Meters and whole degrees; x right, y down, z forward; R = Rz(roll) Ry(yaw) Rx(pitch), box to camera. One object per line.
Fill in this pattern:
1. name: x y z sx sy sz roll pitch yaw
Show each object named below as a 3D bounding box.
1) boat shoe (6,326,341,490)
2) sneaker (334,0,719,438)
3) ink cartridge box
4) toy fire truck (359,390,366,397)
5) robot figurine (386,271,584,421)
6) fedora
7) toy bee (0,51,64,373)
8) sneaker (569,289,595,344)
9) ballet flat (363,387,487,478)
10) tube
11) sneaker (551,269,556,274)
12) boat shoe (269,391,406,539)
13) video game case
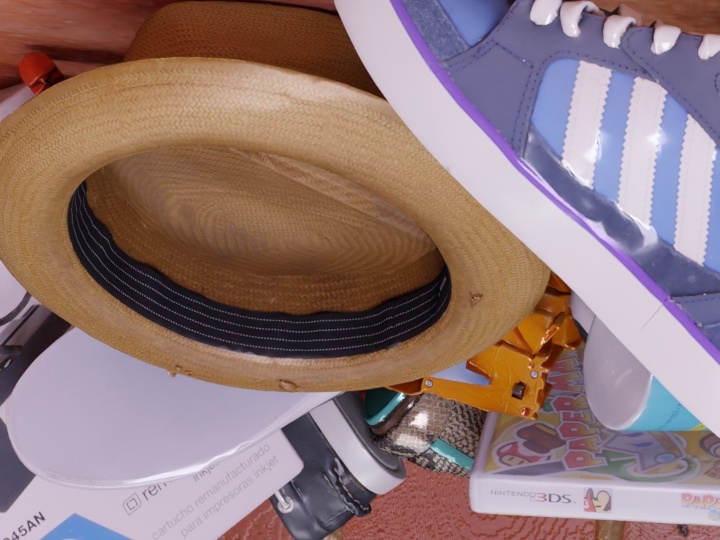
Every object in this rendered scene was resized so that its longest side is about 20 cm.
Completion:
1. boat shoe: -0.038 0.029 1.019 0.200 0.070 0.066 -28 171 -9
2. sneaker: 0.105 -0.059 0.758 0.200 0.146 0.081 48 -162 9
3. ink cartridge box: -0.142 0.043 1.105 0.145 0.200 0.084 -38 -169 -23
4. toy fire truck: -0.042 0.045 1.369 0.200 0.049 0.141 -16 -147 -27
5. robot figurine: 0.000 0.000 1.181 0.200 0.058 0.145 19 -156 10
6. fedora: -0.030 -0.033 0.915 0.200 0.082 0.201 3 147 2
7. toy bee: -0.084 -0.042 1.026 0.200 0.109 0.131 -18 173 -22
8. sneaker: 0.188 0.013 1.116 0.199 0.076 0.077 5 151 1
9. ballet flat: 0.034 0.038 1.271 0.075 0.068 0.200 35 -160 -20
10. tube: 0.184 0.038 1.038 0.200 0.051 0.077 3 157 -25
11. sneaker: 0.098 -0.035 1.041 0.087 0.075 0.200 -5 -171 -28
12. boat shoe: -0.055 0.037 1.259 0.060 0.200 0.076 -39 149 10
13. video game case: 0.151 0.054 1.186 0.182 0.023 0.200 2 -154 10
